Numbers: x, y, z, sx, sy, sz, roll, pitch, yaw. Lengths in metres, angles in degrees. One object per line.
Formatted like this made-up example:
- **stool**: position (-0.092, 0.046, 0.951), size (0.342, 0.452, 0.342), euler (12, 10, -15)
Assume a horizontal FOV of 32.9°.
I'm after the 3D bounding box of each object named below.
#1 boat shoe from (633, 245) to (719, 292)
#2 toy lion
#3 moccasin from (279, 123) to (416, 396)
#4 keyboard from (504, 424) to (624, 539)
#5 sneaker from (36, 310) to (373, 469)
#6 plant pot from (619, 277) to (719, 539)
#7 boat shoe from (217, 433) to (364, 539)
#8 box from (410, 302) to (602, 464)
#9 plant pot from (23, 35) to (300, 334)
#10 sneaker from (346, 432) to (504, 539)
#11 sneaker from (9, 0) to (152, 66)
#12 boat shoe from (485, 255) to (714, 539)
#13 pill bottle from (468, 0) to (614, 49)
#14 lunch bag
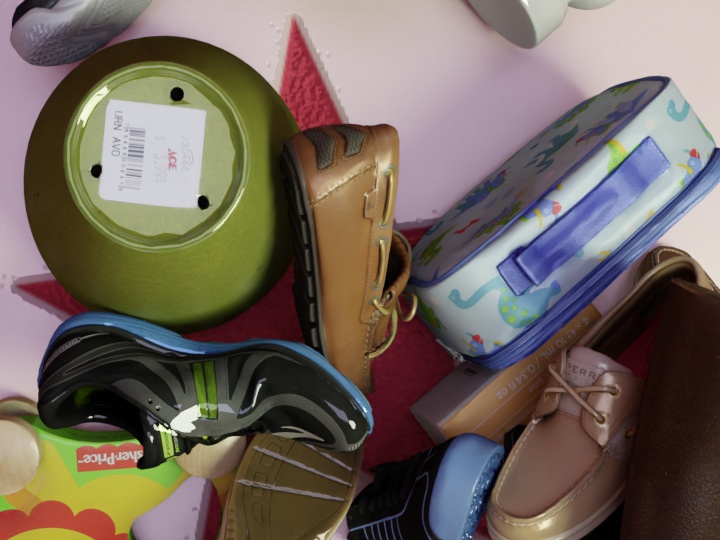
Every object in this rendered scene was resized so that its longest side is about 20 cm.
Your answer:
- **boat shoe**: position (0.233, 0.050, 0.758), size (0.075, 0.201, 0.072), euler (4, 131, -23)
- **toy lion**: position (-0.166, 0.177, 0.763), size (0.197, 0.069, 0.195), euler (-4, 98, -8)
- **moccasin**: position (0.000, -0.001, 0.694), size (0.077, 0.074, 0.203), euler (-13, 132, -11)
- **keyboard**: position (0.177, 0.160, 0.703), size (0.197, 0.021, 0.128), euler (10, 52, -8)
- **sneaker**: position (-0.090, 0.079, 0.690), size (0.196, 0.071, 0.083), euler (9, 50, 8)
- **plant pot**: position (0.202, 0.132, 0.599), size (0.185, 0.187, 0.203), euler (21, 97, -8)
- **boat shoe**: position (-0.054, 0.165, 0.735), size (0.071, 0.065, 0.202), euler (21, 65, -3)
- **box**: position (0.145, 0.131, 0.784), size (0.124, 0.097, 0.201), euler (-40, 96, -6)
- **plant pot**: position (-0.111, -0.053, 0.691), size (0.184, 0.200, 0.190), euler (0, 90, -7)
- **sneaker**: position (0.031, 0.143, 0.723), size (0.077, 0.201, 0.070), euler (27, 58, 11)
- **sneaker**: position (-0.161, -0.215, 0.737), size (0.114, 0.076, 0.200), euler (42, 64, -1)
- **boat shoe**: position (0.132, 0.067, 0.677), size (0.200, 0.073, 0.070), euler (-45, 132, -26)
- **pill bottle**: position (0.153, -0.240, 0.773), size (0.200, 0.113, 0.113), euler (-44, 96, -6)
- **lunch bag**: position (0.118, -0.028, 0.746), size (0.200, 0.161, 0.083), euler (-41, 97, -7)
